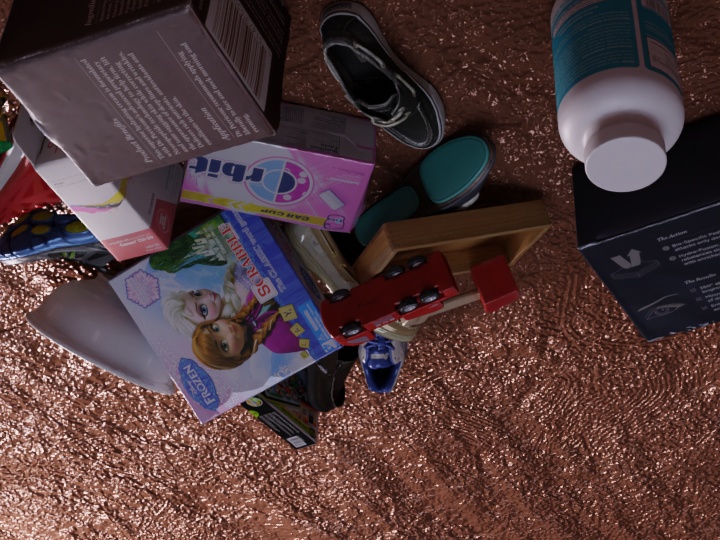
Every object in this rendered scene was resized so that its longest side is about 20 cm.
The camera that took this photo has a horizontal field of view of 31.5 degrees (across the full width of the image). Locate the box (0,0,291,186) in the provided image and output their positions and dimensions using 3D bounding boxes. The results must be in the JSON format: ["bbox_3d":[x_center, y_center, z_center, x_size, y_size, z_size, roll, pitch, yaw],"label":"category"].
[{"bbox_3d":[-0.189,-0.208,1.152,0.199,0.165,0.166,-12,140,19],"label":"box"}]

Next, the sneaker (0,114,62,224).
[{"bbox_3d":[-0.359,-0.077,1.404,0.115,0.079,0.200,22,139,-21],"label":"sneaker"}]

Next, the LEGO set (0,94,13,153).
[{"bbox_3d":[-0.458,-0.156,1.311,0.153,0.116,0.200,-5,165,-41],"label":"LEGO set"}]

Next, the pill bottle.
[{"bbox_3d":[0.229,-0.168,1.144,0.110,0.201,0.111,2,142,2],"label":"pill bottle"}]

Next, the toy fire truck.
[{"bbox_3d":[0.066,0.032,1.392,0.199,0.049,0.141,-24,159,10],"label":"toy fire truck"}]

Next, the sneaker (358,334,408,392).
[{"bbox_3d":[0.031,0.072,1.557,0.075,0.088,0.201,0,141,7],"label":"sneaker"}]

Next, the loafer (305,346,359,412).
[{"bbox_3d":[-0.034,0.115,1.625,0.071,0.073,0.200,0,142,7],"label":"loafer"}]

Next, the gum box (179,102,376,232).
[{"bbox_3d":[-0.082,-0.114,1.344,0.199,0.066,0.114,10,141,-10],"label":"gum box"}]

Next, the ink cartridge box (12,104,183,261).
[{"bbox_3d":[-0.264,-0.118,1.311,0.067,0.117,0.200,-13,140,21],"label":"ink cartridge box"}]

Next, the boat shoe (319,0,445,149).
[{"bbox_3d":[0.020,-0.175,1.261,0.070,0.064,0.200,-20,136,27],"label":"boat shoe"}]

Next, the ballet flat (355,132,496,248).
[{"bbox_3d":[0.080,-0.083,1.381,0.073,0.073,0.200,32,128,-32],"label":"ballet flat"}]

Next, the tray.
[{"bbox_3d":[0.100,-0.029,1.392,0.199,0.037,0.099,-9,157,-27],"label":"tray"}]

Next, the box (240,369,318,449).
[{"bbox_3d":[-0.121,0.133,1.628,0.035,0.111,0.200,-19,137,26],"label":"box"}]

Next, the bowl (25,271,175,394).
[{"bbox_3d":[-0.292,0.064,1.535,0.200,0.091,0.201,29,178,1],"label":"bowl"}]

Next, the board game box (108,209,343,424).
[{"bbox_3d":[-0.149,0.043,1.440,0.199,0.041,0.201,-30,98,17],"label":"board game box"}]

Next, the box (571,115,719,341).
[{"bbox_3d":[0.356,-0.043,1.362,0.196,0.118,0.200,-19,138,26],"label":"box"}]

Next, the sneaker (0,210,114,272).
[{"bbox_3d":[-0.327,-0.028,1.467,0.198,0.071,0.083,-8,135,9],"label":"sneaker"}]

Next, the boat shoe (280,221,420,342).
[{"bbox_3d":[0.000,0.000,1.445,0.200,0.074,0.066,40,123,-10],"label":"boat shoe"}]
